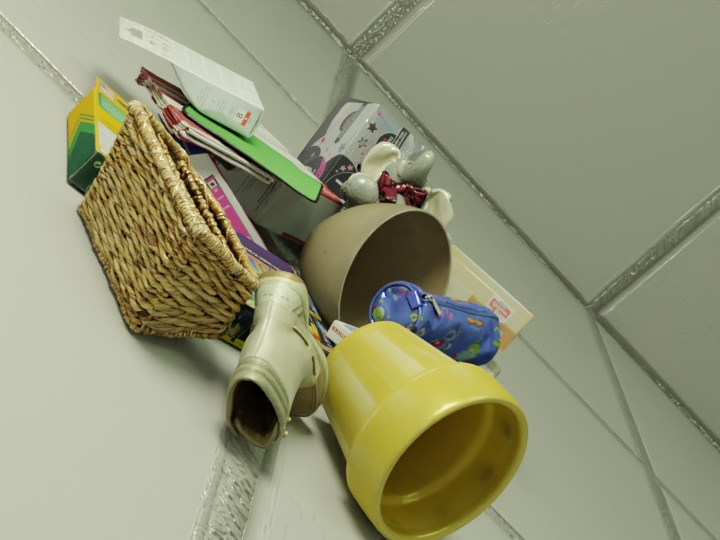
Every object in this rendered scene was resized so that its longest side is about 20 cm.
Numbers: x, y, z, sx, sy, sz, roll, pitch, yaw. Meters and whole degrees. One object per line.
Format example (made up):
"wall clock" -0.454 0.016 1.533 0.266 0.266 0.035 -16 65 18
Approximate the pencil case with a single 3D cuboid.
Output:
"pencil case" 0.098 0.066 1.631 0.199 0.087 0.079 18 50 -48

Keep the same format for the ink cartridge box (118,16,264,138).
"ink cartridge box" -0.223 -0.246 1.666 0.199 0.050 0.162 23 14 -17

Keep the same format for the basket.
"basket" -0.173 -0.049 1.324 0.142 0.149 0.201 8 38 -40

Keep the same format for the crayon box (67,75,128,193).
"crayon box" -0.272 -0.128 1.505 0.126 0.052 0.200 41 16 -30

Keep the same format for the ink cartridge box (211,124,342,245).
"ink cartridge box" -0.141 -0.137 1.803 0.200 0.084 0.144 46 11 30

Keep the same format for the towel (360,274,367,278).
"towel" 0.026 0.018 1.866 0.143 0.023 0.200 19 3 -20

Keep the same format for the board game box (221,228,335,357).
"board game box" -0.124 0.030 1.523 0.200 0.057 0.166 34 21 -46

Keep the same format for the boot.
"boot" -0.085 0.121 1.339 0.201 0.071 0.155 82 15 -45

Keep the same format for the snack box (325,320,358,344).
"snack box" 0.042 0.107 1.599 0.072 0.024 0.199 37 8 37

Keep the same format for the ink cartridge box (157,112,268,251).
"ink cartridge box" -0.183 -0.107 1.627 0.201 0.037 0.095 58 -1 -27

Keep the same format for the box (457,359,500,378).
"box" 0.102 0.139 1.806 0.128 0.109 0.200 49 14 7

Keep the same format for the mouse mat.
"mouse mat" -0.131 -0.151 1.645 0.199 0.008 0.161 36 11 -5

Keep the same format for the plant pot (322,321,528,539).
"plant pot" 0.051 0.162 1.436 0.200 0.201 0.189 32 11 -48

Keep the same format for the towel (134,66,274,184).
"towel" -0.195 -0.179 1.637 0.144 0.023 0.200 27 14 -36

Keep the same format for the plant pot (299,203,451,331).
"plant pot" 0.000 0.000 1.664 0.134 0.201 0.200 24 -5 40

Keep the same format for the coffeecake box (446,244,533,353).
"coffeecake box" 0.149 0.025 1.871 0.153 0.073 0.200 41 3 -9

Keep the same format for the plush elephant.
"plush elephant" 0.056 -0.099 1.808 0.164 0.156 0.200 32 -22 -6

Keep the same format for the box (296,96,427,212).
"box" -0.022 -0.141 1.931 0.115 0.201 0.132 38 -7 -28
